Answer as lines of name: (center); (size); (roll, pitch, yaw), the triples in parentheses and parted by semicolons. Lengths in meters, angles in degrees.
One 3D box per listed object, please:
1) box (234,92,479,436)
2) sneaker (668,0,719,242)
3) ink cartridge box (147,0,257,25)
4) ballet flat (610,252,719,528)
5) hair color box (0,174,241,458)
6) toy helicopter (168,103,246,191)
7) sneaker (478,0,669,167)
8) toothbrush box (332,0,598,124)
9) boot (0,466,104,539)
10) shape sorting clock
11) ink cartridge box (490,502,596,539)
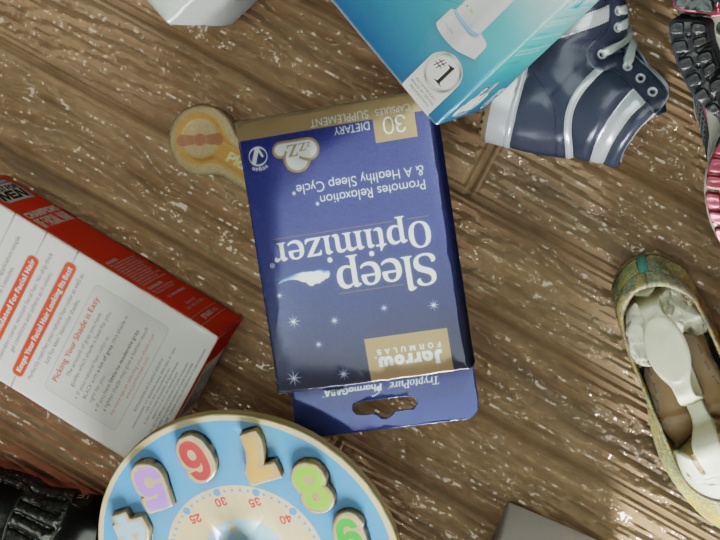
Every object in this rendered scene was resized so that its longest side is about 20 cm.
box: (0.000, 0.000, 0.818); (0.121, 0.032, 0.201); (-8, 95, 12)
sneaker: (0.243, -0.092, 0.821); (0.080, 0.075, 0.201); (-9, 110, 21)
ink cartridge box: (-0.074, -0.265, 0.814); (0.200, 0.145, 0.145); (-40, 90, 13)
ballet flat: (0.211, 0.085, 0.854); (0.070, 0.071, 0.201); (-22, 94, 13)
hair color box: (-0.196, 0.033, 0.926); (0.199, 0.064, 0.111); (31, 104, 4)
toy helicopter: (-0.032, -0.055, 0.876); (0.199, 0.079, 0.133); (31, 101, 8)
sneaker: (0.149, -0.160, 0.825); (0.108, 0.070, 0.201); (18, 107, 11)
toothbrush box: (0.078, -0.203, 0.754); (0.200, 0.085, 0.147); (-44, 83, 27)
boot: (-0.243, 0.240, 0.956); (0.157, 0.079, 0.212); (9, 90, 2)
shape sorting clock: (-0.072, 0.182, 0.854); (0.199, 0.039, 0.201); (4, 113, 10)
ink cartridge box: (0.086, 0.268, 0.866); (0.083, 0.144, 0.201); (25, 102, 6)
